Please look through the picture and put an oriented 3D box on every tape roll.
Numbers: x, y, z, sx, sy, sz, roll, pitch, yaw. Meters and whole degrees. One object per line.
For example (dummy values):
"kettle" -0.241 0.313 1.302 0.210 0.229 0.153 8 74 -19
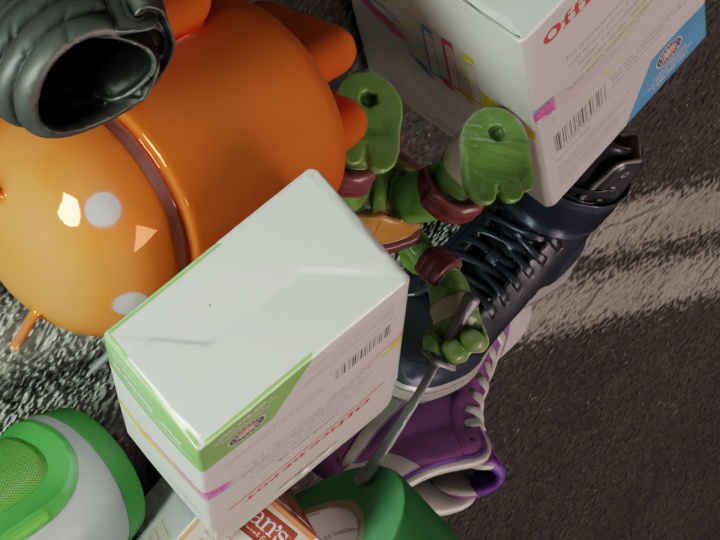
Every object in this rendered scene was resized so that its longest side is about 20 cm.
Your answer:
"tape roll" -0.040 0.185 1.389 0.200 0.048 0.200 -39 -163 14

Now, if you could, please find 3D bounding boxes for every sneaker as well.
"sneaker" -0.092 -0.126 1.107 0.200 0.099 0.071 -44 153 -20
"sneaker" 0.081 -0.020 1.566 0.202 0.077 0.146 -42 167 -43
"sneaker" 0.056 0.082 1.621 0.200 0.114 0.073 -34 149 -37

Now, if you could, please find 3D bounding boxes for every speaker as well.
"speaker" -0.198 0.144 1.311 0.200 0.088 0.088 -34 150 -35

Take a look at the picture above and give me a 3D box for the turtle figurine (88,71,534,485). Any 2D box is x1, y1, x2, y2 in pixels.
"turtle figurine" 0.000 0.000 1.356 0.200 0.144 0.194 -44 174 -29

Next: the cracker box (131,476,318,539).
"cracker box" -0.112 0.175 1.368 0.200 0.058 0.134 -49 -170 0

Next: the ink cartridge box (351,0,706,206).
"ink cartridge box" 0.078 -0.150 1.330 0.129 0.125 0.200 -47 158 -14

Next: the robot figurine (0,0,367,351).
"robot figurine" -0.086 -0.045 1.208 0.200 0.117 0.144 -34 170 -33

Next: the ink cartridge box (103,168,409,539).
"ink cartridge box" -0.044 0.044 1.218 0.117 0.067 0.200 -39 167 -13
